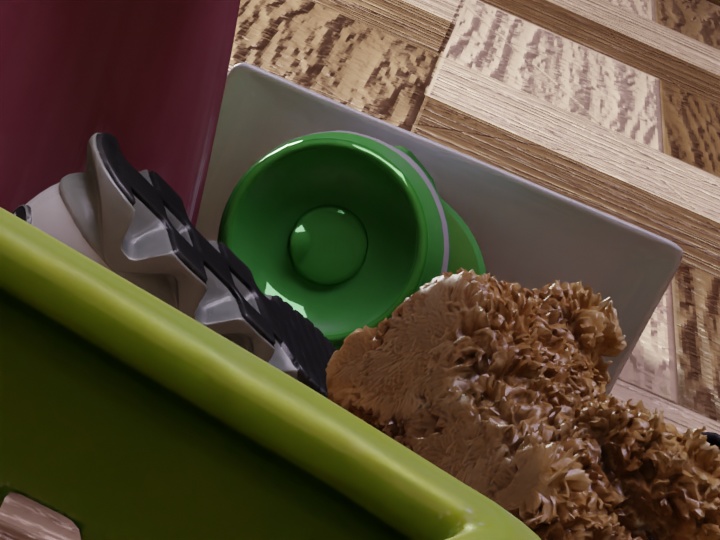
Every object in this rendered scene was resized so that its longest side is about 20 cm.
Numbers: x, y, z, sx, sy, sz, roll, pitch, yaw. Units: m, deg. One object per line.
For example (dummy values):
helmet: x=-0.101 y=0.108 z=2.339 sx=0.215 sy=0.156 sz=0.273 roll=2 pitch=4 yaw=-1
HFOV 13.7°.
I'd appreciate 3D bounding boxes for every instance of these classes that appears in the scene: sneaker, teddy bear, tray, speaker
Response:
sneaker: x=-0.050 y=0.050 z=0.972 sx=0.200 sy=0.088 sz=0.074 roll=45 pitch=10 yaw=-23
teddy bear: x=0.046 y=0.084 z=0.877 sx=0.067 sy=0.145 sz=0.200 roll=46 pitch=2 yaw=-34
tray: x=0.024 y=-0.012 z=1.239 sx=0.200 sy=0.108 sz=0.022 roll=23 pitch=36 yaw=-4
speaker: x=0.000 y=0.000 z=1.117 sx=0.088 sy=0.089 sz=0.200 roll=26 pitch=-2 yaw=9

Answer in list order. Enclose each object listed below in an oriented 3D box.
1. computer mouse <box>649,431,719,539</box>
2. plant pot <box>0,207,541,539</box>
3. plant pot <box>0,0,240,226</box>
computer mouse: x=0.141 y=0.141 z=0.922 sx=0.200 sy=0.110 sz=0.044 roll=37 pitch=-11 yaw=7
plant pot: x=-0.118 y=0.086 z=0.468 sx=0.199 sy=0.182 sz=0.200 roll=30 pitch=14 yaw=22
plant pot: x=-0.128 y=-0.065 z=1.038 sx=0.200 sy=0.179 sz=0.200 roll=23 pitch=13 yaw=-5
